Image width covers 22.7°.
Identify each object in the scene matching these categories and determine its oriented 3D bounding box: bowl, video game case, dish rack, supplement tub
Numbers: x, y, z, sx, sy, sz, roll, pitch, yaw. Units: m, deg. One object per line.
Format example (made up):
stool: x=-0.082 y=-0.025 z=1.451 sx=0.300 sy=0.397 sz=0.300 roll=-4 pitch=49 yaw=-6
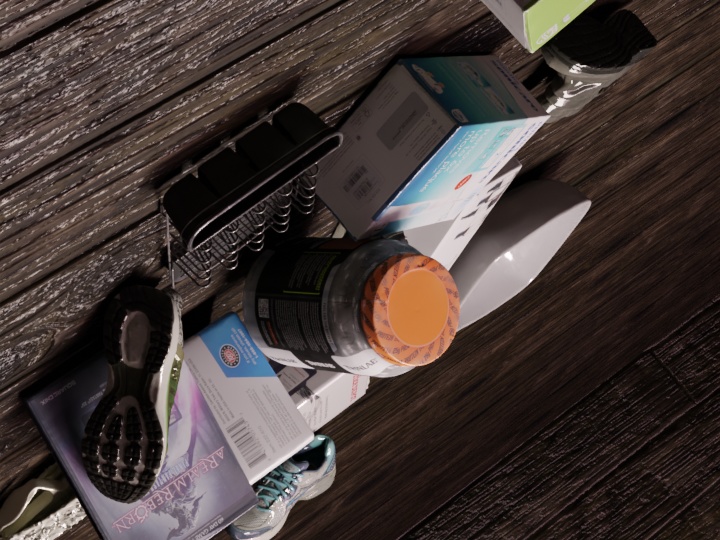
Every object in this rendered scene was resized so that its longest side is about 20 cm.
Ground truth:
bowl: x=0.166 y=-0.026 z=2.148 sx=0.200 sy=0.075 sz=0.200 roll=-28 pitch=161 yaw=-39
video game case: x=-0.190 y=0.160 z=1.577 sx=0.143 sy=0.201 sz=0.019 roll=-34 pitch=-164 yaw=-24
dish rack: x=-0.094 y=-0.049 z=1.457 sx=0.153 sy=0.055 sz=0.200 roll=-35 pitch=165 yaw=-18
supplement tub: x=-0.008 y=0.032 z=1.608 sx=0.122 sy=0.123 sz=0.200 roll=-32 pitch=-161 yaw=-29

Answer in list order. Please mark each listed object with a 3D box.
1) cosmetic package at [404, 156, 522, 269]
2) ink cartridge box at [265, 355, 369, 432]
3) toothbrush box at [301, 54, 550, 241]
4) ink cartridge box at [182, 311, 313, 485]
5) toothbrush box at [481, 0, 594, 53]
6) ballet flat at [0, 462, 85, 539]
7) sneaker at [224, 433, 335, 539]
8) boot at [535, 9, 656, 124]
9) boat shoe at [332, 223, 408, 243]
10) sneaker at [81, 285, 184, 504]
cosmetic package: x=0.093 y=-0.054 z=1.927 sx=0.082 sy=0.051 sz=0.200 roll=-28 pitch=161 yaw=-39
ink cartridge box: x=-0.090 y=0.140 z=1.957 sx=0.200 sy=0.084 sz=0.145 roll=-36 pitch=165 yaw=-14
toothbrush box: x=0.060 y=-0.113 z=1.602 sx=0.146 sy=0.085 sz=0.200 roll=-47 pitch=166 yaw=25
ink cartridge box: x=-0.168 y=0.154 z=1.662 sx=0.200 sy=0.145 sz=0.085 roll=-34 pitch=-177 yaw=-26
toothbrush box: x=0.142 y=-0.273 z=1.216 sx=0.200 sy=0.146 sz=0.086 roll=-39 pitch=165 yaw=-3
ballet flat: x=-0.284 y=0.208 z=1.713 sx=0.200 sy=0.072 sz=0.072 roll=-42 pitch=166 yaw=4
sneaker: x=-0.109 y=0.284 z=2.397 sx=0.200 sy=0.077 sz=0.087 roll=-39 pitch=155 yaw=-37
boot: x=0.209 y=-0.188 z=1.778 sx=0.131 sy=0.068 sz=0.200 roll=-45 pitch=166 yaw=31
boat shoe: x=0.000 y=0.000 z=1.819 sx=0.072 sy=0.068 sz=0.200 roll=-35 pitch=166 yaw=-28
sneaker: x=-0.180 y=0.103 z=1.531 sx=0.089 sy=0.077 sz=0.201 roll=-32 pitch=137 yaw=-69
